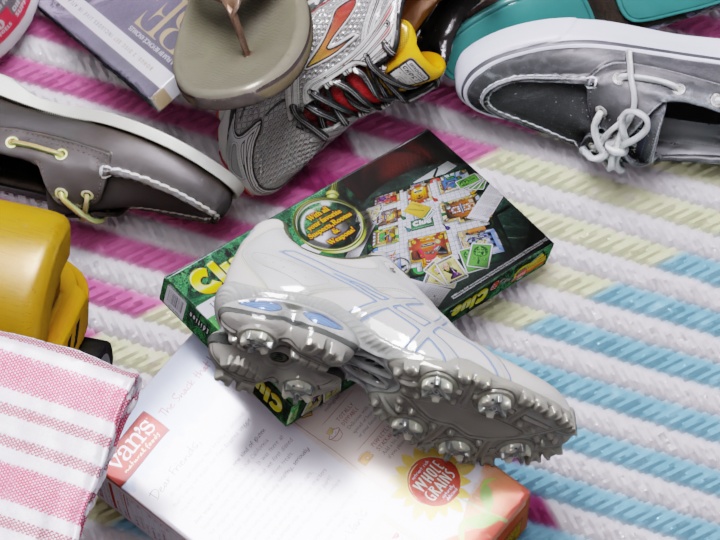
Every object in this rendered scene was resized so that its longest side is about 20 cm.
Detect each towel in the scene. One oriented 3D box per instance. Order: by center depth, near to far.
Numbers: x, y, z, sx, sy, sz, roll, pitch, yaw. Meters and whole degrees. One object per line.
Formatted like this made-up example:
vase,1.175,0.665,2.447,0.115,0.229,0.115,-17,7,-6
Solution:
towel,-0.205,0.121,1.300,0.146,0.030,0.201,17,72,9

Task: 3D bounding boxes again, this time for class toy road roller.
toy road roller,-0.207,0.050,1.380,0.122,0.146,0.200,10,37,8

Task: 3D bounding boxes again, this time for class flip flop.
flip flop,-0.062,-0.169,1.451,0.081,0.058,0.201,-4,55,24

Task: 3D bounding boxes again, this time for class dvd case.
dvd case,-0.080,-0.191,1.531,0.200,0.016,0.149,-43,45,-7

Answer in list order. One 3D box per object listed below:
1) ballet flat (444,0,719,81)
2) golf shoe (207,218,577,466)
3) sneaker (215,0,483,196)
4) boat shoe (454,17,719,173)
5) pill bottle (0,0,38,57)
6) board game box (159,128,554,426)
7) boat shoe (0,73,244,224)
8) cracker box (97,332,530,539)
ballet flat,0.133,-0.160,1.531,0.200,0.072,0.072,-18,66,3
golf shoe,0.024,0.032,1.367,0.199,0.078,0.097,22,51,-15
sneaker,-0.002,-0.120,1.478,0.200,0.078,0.082,-50,49,7
boat shoe,0.151,-0.088,1.489,0.199,0.074,0.068,7,52,-4
pill bottle,-0.257,-0.195,1.480,0.110,0.200,0.111,-4,68,11
board game box,0.000,0.000,1.444,0.200,0.023,0.105,-30,65,-34
boat shoe,-0.163,-0.058,1.495,0.201,0.072,0.061,19,72,18
cracker box,-0.028,0.117,1.415,0.200,0.058,0.134,36,71,16
